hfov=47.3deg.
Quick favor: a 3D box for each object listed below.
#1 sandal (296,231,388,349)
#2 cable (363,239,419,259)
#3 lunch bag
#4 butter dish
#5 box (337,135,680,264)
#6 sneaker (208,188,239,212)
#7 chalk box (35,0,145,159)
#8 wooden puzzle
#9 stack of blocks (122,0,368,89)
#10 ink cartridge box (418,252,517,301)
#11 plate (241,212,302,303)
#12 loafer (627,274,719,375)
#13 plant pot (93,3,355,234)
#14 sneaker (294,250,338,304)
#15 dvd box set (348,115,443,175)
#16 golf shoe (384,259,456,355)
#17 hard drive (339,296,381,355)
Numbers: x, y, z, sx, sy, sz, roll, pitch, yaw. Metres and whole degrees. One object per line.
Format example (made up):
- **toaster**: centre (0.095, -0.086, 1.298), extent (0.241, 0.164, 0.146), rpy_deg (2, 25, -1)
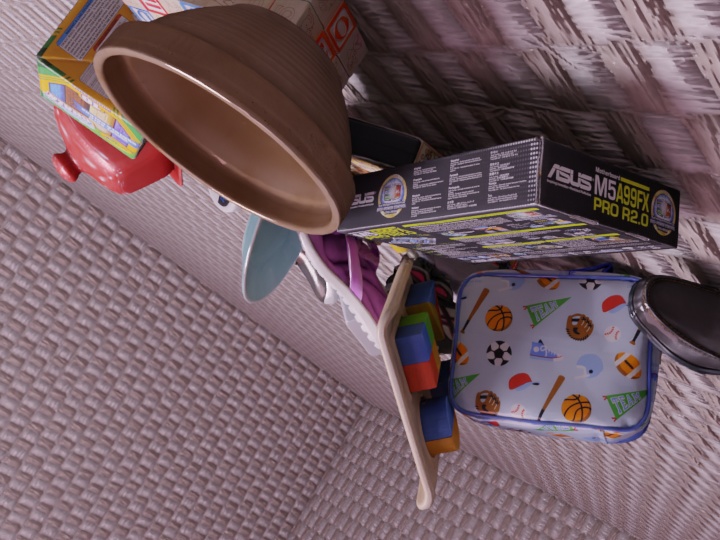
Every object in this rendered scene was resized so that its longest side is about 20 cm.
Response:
- **sandal**: centre (0.001, -0.005, 0.837), extent (0.049, 0.083, 0.203), rpy_deg (-17, 127, 25)
- **cable**: centre (-0.008, -0.077, 0.765), extent (0.097, 0.050, 0.200), rpy_deg (57, -172, 33)
- **lunch bag**: centre (0.185, 0.073, 0.770), extent (0.198, 0.162, 0.076), rpy_deg (3, 163, 21)
- **butter dish**: centre (-0.343, -0.175, 1.102), extent (0.200, 0.148, 0.199), rpy_deg (51, 166, -2)
- **box**: centre (0.104, -0.043, 0.606), extent (0.159, 0.045, 0.199), rpy_deg (12, 170, -37)
- **sneaker**: centre (-0.080, -0.146, 0.845), extent (0.073, 0.111, 0.200), rpy_deg (55, 138, 13)
- **chalk box**: centre (-0.256, -0.210, 0.875), extent (0.124, 0.125, 0.200), rpy_deg (35, 166, -16)
- **wooden puzzle**: centre (0.066, 0.097, 0.803), extent (0.046, 0.202, 0.185), rpy_deg (-9, -163, 12)
- **stack of blocks**: centre (-0.095, -0.199, 0.670), extent (0.199, 0.059, 0.115), rpy_deg (25, 166, 30)
- **ink cartridge box**: centre (0.118, -0.012, 0.913), extent (0.108, 0.051, 0.200), rpy_deg (29, 166, 17)
- **plate**: centre (-0.074, -0.062, 0.818), extent (0.025, 0.201, 0.200), rpy_deg (26, 167, 8)
- **loafer**: centre (0.312, 0.052, 0.655), extent (0.199, 0.073, 0.072), rpy_deg (23, 160, -3)
- **plant pot**: centre (-0.078, -0.120, 0.582), extent (0.200, 0.093, 0.201), rpy_deg (29, 165, 8)
- **sneaker**: centre (-0.083, -0.049, 0.982), extent (0.077, 0.081, 0.202), rpy_deg (-36, -74, -83)
- **dvd box set**: centre (0.026, -0.091, 0.724), extent (0.145, 0.030, 0.200), rpy_deg (21, 180, 27)
- **golf shoe**: centre (0.109, 0.071, 0.932), extent (0.199, 0.088, 0.077), rpy_deg (31, 166, 0)
- **hard drive**: centre (-0.013, -0.012, 0.979), extent (0.132, 0.025, 0.201), rpy_deg (58, -164, -64)
